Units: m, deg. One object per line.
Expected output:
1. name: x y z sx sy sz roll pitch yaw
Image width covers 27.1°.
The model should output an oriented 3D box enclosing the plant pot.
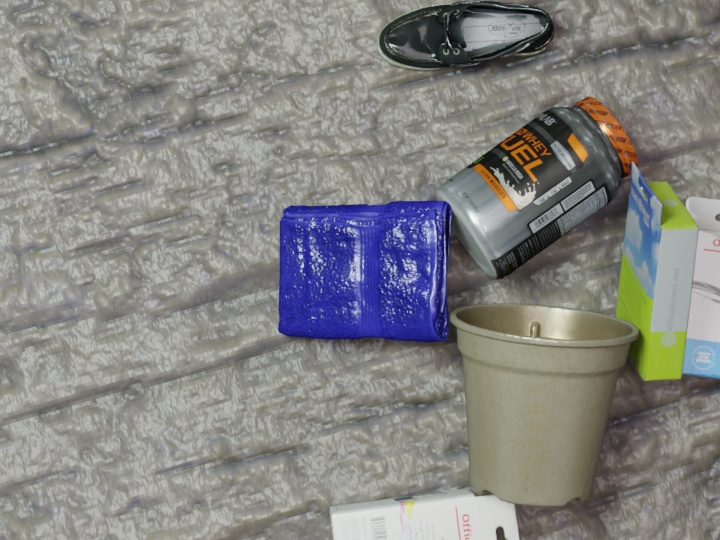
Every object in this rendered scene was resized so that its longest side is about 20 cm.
1. plant pot: 0.186 0.143 1.584 0.198 0.200 0.185 4 99 -3

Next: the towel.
1. towel: 0.000 0.000 1.592 0.198 0.049 0.149 0 86 27

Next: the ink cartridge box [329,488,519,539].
1. ink cartridge box: 0.071 0.303 1.617 0.198 0.067 0.118 -6 87 -3

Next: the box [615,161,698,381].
1. box: 0.312 0.000 1.580 0.047 0.122 0.202 -2 116 -6

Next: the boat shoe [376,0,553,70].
1. boat shoe: 0.118 -0.261 1.644 0.197 0.066 0.075 1 88 -3

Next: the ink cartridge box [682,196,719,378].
1. ink cartridge box: 0.409 0.021 1.650 0.115 0.067 0.202 7 87 -2

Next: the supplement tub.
1. supplement tub: 0.192 -0.093 1.614 0.199 0.123 0.123 -36 90 -5
